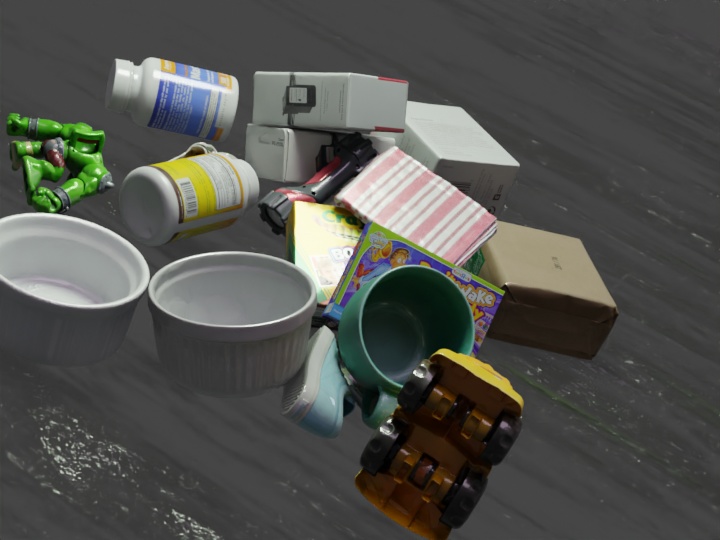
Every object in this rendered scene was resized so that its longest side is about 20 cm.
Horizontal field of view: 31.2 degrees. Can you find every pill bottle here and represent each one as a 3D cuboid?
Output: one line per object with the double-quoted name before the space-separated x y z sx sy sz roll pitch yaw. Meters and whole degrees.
"pill bottle" -0.235 -0.105 1.812 0.109 0.110 0.199 35 30 25
"pill bottle" -0.305 -0.279 2.079 0.198 0.113 0.112 11 28 -20

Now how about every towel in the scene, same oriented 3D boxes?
"towel" 0.077 -0.078 1.784 0.199 0.030 0.146 37 50 14

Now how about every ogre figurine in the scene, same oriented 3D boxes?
"ogre figurine" -0.415 -0.151 1.789 0.119 0.099 0.200 -8 25 -24

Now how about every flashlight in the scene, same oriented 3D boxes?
"flashlight" -0.065 -0.134 1.932 0.200 0.068 0.068 -44 27 -25

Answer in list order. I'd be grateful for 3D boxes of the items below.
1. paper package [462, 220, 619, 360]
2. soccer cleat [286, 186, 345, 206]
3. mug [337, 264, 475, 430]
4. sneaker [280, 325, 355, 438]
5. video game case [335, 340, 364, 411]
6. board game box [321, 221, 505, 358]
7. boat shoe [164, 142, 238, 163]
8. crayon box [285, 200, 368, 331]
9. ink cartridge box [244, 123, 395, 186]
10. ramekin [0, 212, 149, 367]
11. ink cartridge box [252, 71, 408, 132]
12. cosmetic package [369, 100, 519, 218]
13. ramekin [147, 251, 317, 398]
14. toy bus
"paper package" 0.260 0.025 1.929 0.189 0.104 0.200 13 29 -16
"soccer cleat" -0.024 -0.103 1.981 0.199 0.087 0.070 22 27 2
"mug" 0.037 0.088 1.562 0.185 0.114 0.153 -36 92 -23
"sneaker" -0.045 0.142 1.558 0.082 0.074 0.200 39 25 -12
"video game case" 0.045 0.150 1.643 0.142 0.018 0.200 -5 37 -41
"board game box" 0.069 0.043 1.665 0.199 0.135 0.045 27 -10 -10
"boat shoe" -0.240 -0.157 1.946 0.071 0.070 0.200 31 29 19
"crayon box" 0.000 0.000 1.745 0.198 0.058 0.174 8 52 -13
"ink cartridge box" -0.067 -0.181 2.046 0.199 0.085 0.144 2 8 -32
"ramekin" -0.355 0.025 1.507 0.199 0.098 0.201 17 27 -9
"ink cartridge box" -0.049 -0.259 1.979 0.199 0.084 0.145 8 7 40
"cosmetic package" 0.120 -0.156 2.091 0.164 0.166 0.200 2 34 -32
"ramekin" -0.151 0.066 1.525 0.198 0.106 0.201 3 26 -1
"toy bus" 0.107 0.174 1.456 0.135 0.201 0.192 33 23 10
